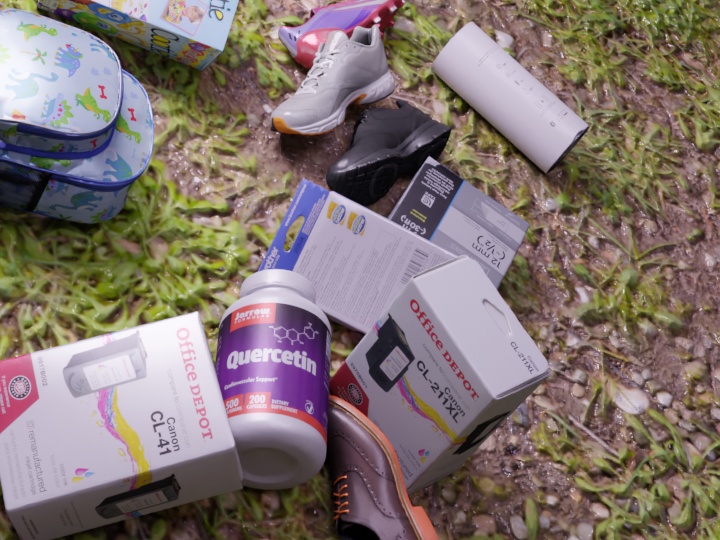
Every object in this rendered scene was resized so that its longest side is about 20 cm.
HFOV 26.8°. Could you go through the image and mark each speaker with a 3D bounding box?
[{"bbox_3d":[0.183,-0.215,1.867,0.200,0.081,0.081,42,46,5],"label":"speaker"}]

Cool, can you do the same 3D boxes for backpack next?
[{"bbox_3d":[-0.304,-0.146,1.488,0.199,0.147,0.184,16,52,-22],"label":"backpack"}]

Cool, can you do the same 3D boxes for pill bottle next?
[{"bbox_3d":[-0.085,0.100,1.448,0.112,0.113,0.201,16,49,-18],"label":"pill bottle"}]

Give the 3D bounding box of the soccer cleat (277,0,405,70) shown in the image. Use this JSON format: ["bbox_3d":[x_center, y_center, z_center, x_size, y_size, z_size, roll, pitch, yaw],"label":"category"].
[{"bbox_3d":[-0.018,-0.304,1.834,0.076,0.067,0.200,40,49,9],"label":"soccer cleat"}]

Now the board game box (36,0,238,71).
[{"bbox_3d":[-0.239,-0.310,1.657,0.199,0.103,0.106,20,79,-15],"label":"board game box"}]

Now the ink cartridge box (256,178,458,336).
[{"bbox_3d":[0.000,0.000,1.587,0.199,0.042,0.120,27,82,-11],"label":"ink cartridge box"}]

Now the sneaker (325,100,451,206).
[{"bbox_3d":[0.017,-0.138,1.729,0.091,0.076,0.200,41,39,17],"label":"sneaker"}]

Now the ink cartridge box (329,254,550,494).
[{"bbox_3d":[0.072,0.104,1.475,0.083,0.200,0.146,-20,67,-39],"label":"ink cartridge box"}]

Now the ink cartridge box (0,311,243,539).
[{"bbox_3d":[-0.216,0.136,1.316,0.199,0.086,0.148,-15,60,-7],"label":"ink cartridge box"}]

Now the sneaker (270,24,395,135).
[{"bbox_3d":[-0.039,-0.220,1.720,0.075,0.093,0.200,9,31,34],"label":"sneaker"}]

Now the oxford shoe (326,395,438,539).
[{"bbox_3d":[0.001,0.211,1.445,0.072,0.071,0.201,-21,69,-34],"label":"oxford shoe"}]

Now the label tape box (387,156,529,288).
[{"bbox_3d":[0.087,-0.014,1.669,0.143,0.066,0.200,34,45,-3],"label":"label tape box"}]
